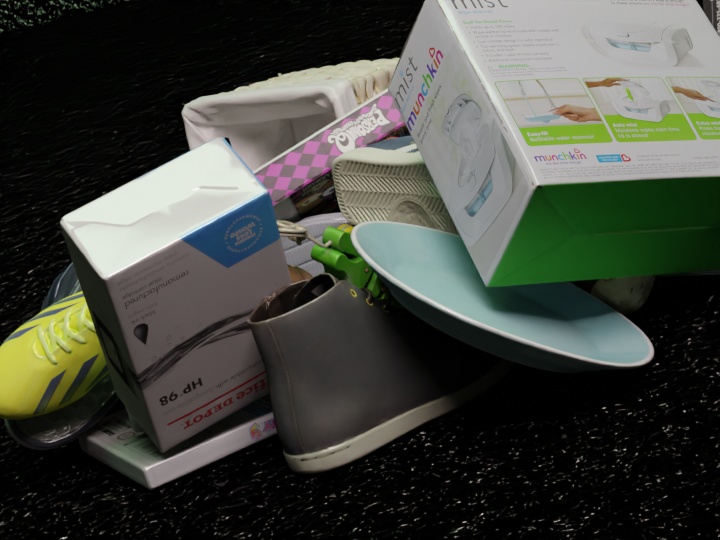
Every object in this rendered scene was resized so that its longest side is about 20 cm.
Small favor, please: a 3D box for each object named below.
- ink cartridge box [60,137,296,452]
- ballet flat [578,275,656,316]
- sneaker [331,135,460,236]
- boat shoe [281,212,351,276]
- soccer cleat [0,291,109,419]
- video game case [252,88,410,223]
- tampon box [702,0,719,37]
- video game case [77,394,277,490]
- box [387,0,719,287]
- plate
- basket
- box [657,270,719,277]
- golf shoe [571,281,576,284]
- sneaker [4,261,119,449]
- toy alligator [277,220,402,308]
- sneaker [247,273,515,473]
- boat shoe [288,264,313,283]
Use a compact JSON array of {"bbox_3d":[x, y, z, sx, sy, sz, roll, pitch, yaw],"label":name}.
[{"bbox_3d":[-0.101,0.030,1.436,0.116,0.200,0.067,-29,47,-16],"label":"ink cartridge box"},{"bbox_3d":[0.149,-0.053,1.546,0.066,0.057,0.200,-34,50,24],"label":"ballet flat"},{"bbox_3d":[0.070,-0.058,1.585,0.084,0.075,0.200,-23,28,-34],"label":"sneaker"},{"bbox_3d":[-0.057,0.000,1.741,0.199,0.072,0.062,-15,9,13],"label":"boat shoe"},{"bbox_3d":[-0.161,0.030,1.501,0.200,0.065,0.084,-29,-11,-5],"label":"soccer cleat"},{"bbox_3d":[0.008,-0.086,1.763,0.200,0.036,0.181,-32,-12,-3],"label":"video game case"},{"bbox_3d":[0.325,-0.155,1.582,0.126,0.150,0.200,-2,0,27],"label":"tampon box"},{"bbox_3d":[-0.077,0.087,1.542,0.200,0.018,0.143,-23,15,-21],"label":"video game case"},{"bbox_3d":[0.146,-0.091,1.457,0.200,0.097,0.177,-5,49,-28],"label":"box"},{"bbox_3d":[0.083,0.022,1.416,0.200,0.026,0.200,21,15,-6],"label":"plate"},{"bbox_3d":[-0.034,-0.101,1.967,0.200,0.136,0.123,-2,17,47],"label":"basket"},{"bbox_3d":[0.273,-0.038,1.568,0.200,0.036,0.144,-1,21,44],"label":"box"},{"bbox_3d":[0.113,-0.031,1.651,0.092,0.073,0.200,-13,15,18],"label":"golf shoe"},{"bbox_3d":[-0.198,0.057,1.624,0.203,0.077,0.146,-64,8,-30],"label":"sneaker"},{"bbox_3d":[0.000,0.000,1.619,0.059,0.054,0.200,22,10,38],"label":"toy alligator"},{"bbox_3d":[0.022,0.037,1.433,0.075,0.106,0.200,0,23,47],"label":"sneaker"},{"bbox_3d":[-0.091,0.034,1.646,0.075,0.075,0.202,-2,-6,-26],"label":"boat shoe"}]
